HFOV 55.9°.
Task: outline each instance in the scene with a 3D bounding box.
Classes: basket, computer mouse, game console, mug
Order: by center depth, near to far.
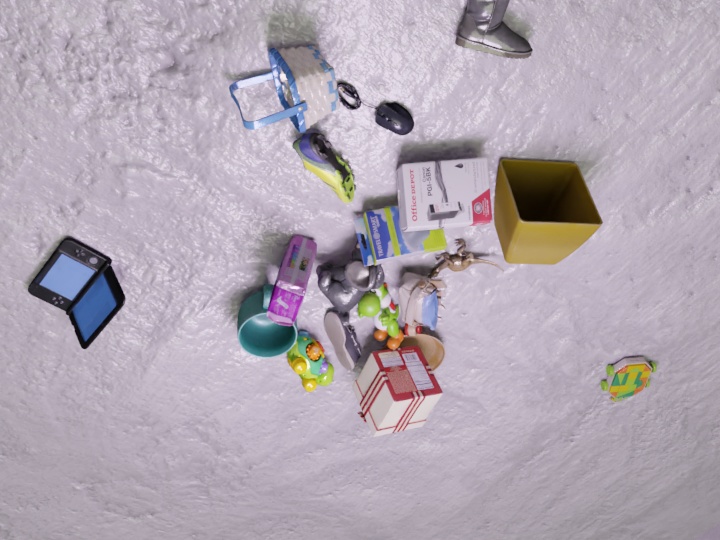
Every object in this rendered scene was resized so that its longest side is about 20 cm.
[{"bbox_3d":[-0.148,-0.346,1.317,0.197,0.177,0.141,-16,134,-11],"label":"basket"},{"bbox_3d":[0.031,-0.341,1.442,0.197,0.034,0.059,20,124,-23],"label":"computer mouse"},{"bbox_3d":[-0.667,0.056,1.588,0.175,0.117,0.200,33,116,-30],"label":"game console"},{"bbox_3d":[-0.226,0.117,1.711,0.151,0.115,0.185,31,117,-28],"label":"mug"}]

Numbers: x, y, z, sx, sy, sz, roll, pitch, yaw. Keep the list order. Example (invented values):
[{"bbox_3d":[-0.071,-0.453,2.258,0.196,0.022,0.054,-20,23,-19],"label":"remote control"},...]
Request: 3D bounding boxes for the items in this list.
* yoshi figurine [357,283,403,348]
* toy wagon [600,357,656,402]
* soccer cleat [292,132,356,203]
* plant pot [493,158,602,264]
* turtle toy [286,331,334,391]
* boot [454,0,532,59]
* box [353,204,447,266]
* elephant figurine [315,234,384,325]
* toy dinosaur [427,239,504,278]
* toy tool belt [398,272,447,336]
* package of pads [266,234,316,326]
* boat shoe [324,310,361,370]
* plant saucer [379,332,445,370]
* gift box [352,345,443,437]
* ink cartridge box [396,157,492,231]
[{"bbox_3d":[0.042,0.118,1.765,0.110,0.113,0.202,-12,127,9],"label":"yoshi figurine"},{"bbox_3d":[0.833,0.350,2.122,0.152,0.040,0.203,-3,129,-7],"label":"toy wagon"},{"bbox_3d":[-0.078,-0.227,1.509,0.083,0.065,0.201,-4,141,34],"label":"soccer cleat"},{"bbox_3d":[0.414,-0.122,1.588,0.196,0.202,0.178,1,139,-10],"label":"plant pot"},{"bbox_3d":[-0.137,0.246,1.828,0.100,0.146,0.202,-33,130,-10],"label":"turtle toy"},{"bbox_3d":[0.283,-0.527,1.322,0.178,0.073,0.203,5,121,-16],"label":"boot"},{"bbox_3d":[0.092,-0.090,1.583,0.196,0.124,0.048,-12,169,-8],"label":"box"},{"bbox_3d":[0.000,0.000,1.637,0.198,0.143,0.156,-28,122,18],"label":"elephant figurine"},{"bbox_3d":[0.263,-0.027,1.728,0.196,0.059,0.102,-9,145,8],"label":"toy dinosaur"},{"bbox_3d":[0.168,0.097,1.745,0.121,0.126,0.202,3,132,17],"label":"toy tool belt"},{"bbox_3d":[-0.160,0.021,1.591,0.074,0.201,0.122,18,125,-6],"label":"package of pads"},{"bbox_3d":[-0.043,0.179,1.842,0.063,0.072,0.202,-41,131,-32],"label":"boat shoe"},{"bbox_3d":[0.139,0.232,1.907,0.196,0.036,0.202,-5,135,-5],"label":"plant saucer"},{"bbox_3d":[0.095,0.318,1.834,0.182,0.202,0.188,0,136,-26],"label":"gift box"},{"bbox_3d":[0.187,-0.170,1.529,0.196,0.083,0.150,-6,90,-5],"label":"ink cartridge box"}]
